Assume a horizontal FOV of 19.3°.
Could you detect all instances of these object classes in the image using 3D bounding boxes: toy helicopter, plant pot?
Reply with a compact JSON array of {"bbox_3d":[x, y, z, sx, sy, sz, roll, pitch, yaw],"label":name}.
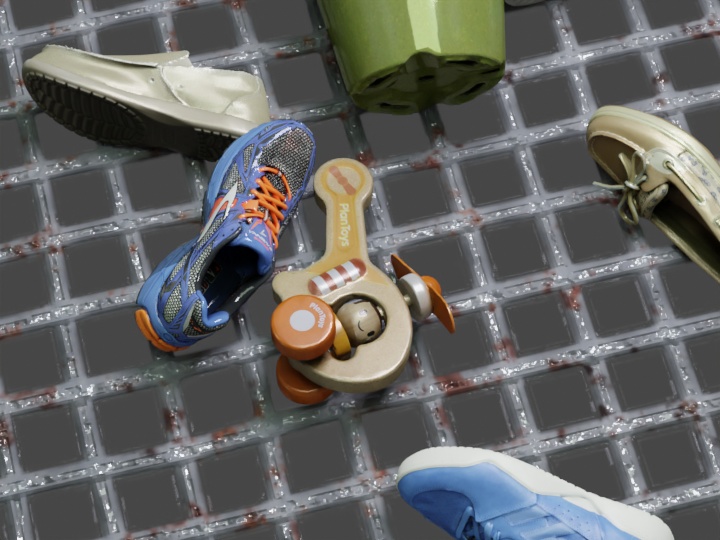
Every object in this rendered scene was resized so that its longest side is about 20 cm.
[{"bbox_3d":[0.000,0.000,1.559,0.131,0.079,0.201,-3,55,0],"label":"toy helicopter"},{"bbox_3d":[0.038,-0.228,1.629,0.198,0.200,0.192,-9,75,-5],"label":"plant pot"}]

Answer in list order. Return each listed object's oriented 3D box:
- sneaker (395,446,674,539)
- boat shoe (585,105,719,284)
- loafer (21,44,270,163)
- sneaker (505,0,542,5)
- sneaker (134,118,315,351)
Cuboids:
[{"bbox_3d":[0.109,0.200,1.454,0.198,0.077,0.112,20,55,2],"label":"sneaker"},{"bbox_3d":[0.243,-0.049,1.586,0.199,0.073,0.063,37,65,16],"label":"boat shoe"},{"bbox_3d":[-0.160,-0.135,1.629,0.198,0.076,0.069,16,62,-3],"label":"loafer"},{"bbox_3d":[0.194,-0.289,1.707,0.199,0.075,0.105,-15,69,-4],"label":"sneaker"},{"bbox_3d":[-0.083,-0.025,1.555,0.075,0.078,0.201,39,69,-29],"label":"sneaker"}]
